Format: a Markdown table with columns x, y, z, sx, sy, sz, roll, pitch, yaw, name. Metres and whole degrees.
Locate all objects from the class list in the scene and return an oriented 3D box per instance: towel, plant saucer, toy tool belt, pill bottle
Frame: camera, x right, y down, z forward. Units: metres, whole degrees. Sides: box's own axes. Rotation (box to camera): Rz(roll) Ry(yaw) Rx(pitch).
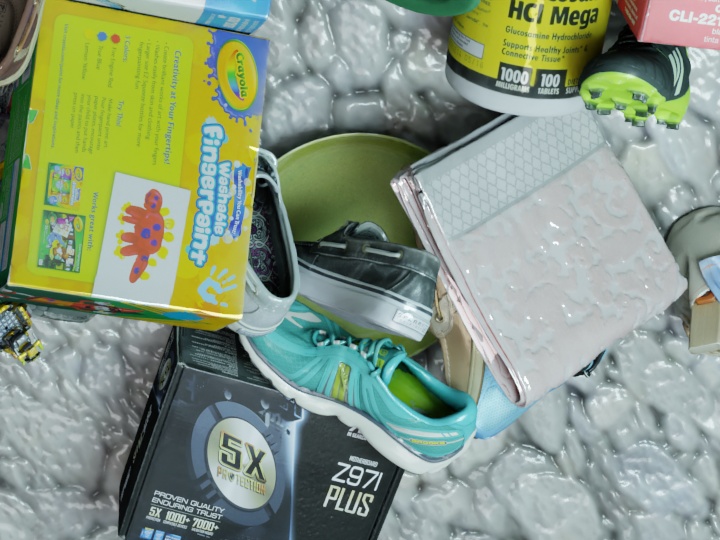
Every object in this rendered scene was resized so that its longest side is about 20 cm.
| x | y | z | sx | sy | sz | roll | pitch | yaw | name |
| --- | --- | --- | --- | --- | --- | --- | --- | --- | --- |
| 0.136 | -0.025 | 1.730 | 0.032 | 0.200 | 0.192 | -24 | 96 | 52 | towel |
| -0.004 | -0.018 | 1.821 | 0.199 | 0.031 | 0.201 | -2 | 115 | -3 | plant saucer |
| 0.334 | 0.001 | 1.807 | 0.199 | 0.123 | 0.125 | -23 | 116 | 6 | toy tool belt |
| 0.128 | -0.220 | 1.688 | 0.112 | 0.113 | 0.201 | 5 | 116 | -7 | pill bottle |

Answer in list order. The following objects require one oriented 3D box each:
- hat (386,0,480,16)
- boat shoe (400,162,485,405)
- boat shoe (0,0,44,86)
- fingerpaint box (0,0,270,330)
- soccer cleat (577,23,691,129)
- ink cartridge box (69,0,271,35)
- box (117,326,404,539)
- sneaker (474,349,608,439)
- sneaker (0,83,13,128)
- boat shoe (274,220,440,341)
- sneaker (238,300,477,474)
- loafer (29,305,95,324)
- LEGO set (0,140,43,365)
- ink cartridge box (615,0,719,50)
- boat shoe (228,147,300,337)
| x | y | z | sx | sy | sz | roll | pitch | yaw | name |
| --- | --- | --- | --- | --- | --- | --- | --- | --- | --- |
| 0.055 | -0.306 | 1.658 | 0.165 | 0.176 | 0.200 | 26 | 160 | 20 | hat |
| 0.062 | 0.011 | 1.791 | 0.064 | 0.071 | 0.201 | -3 | 108 | 3 | boat shoe |
| -0.219 | -0.216 | 1.491 | 0.072 | 0.072 | 0.201 | 13 | 90 | -8 | boat shoe |
| -0.158 | -0.070 | 1.625 | 0.166 | 0.073 | 0.201 | 8 | 79 | -19 | fingerpaint box |
| 0.199 | -0.149 | 1.693 | 0.067 | 0.200 | 0.081 | 5 | 90 | 16 | soccer cleat |
| -0.157 | -0.251 | 1.609 | 0.199 | 0.145 | 0.148 | 9 | 90 | -9 | ink cartridge box |
| -0.074 | 0.148 | 1.865 | 0.199 | 0.086 | 0.164 | 16 | 112 | -12 | box |
| 0.143 | 0.057 | 1.836 | 0.078 | 0.090 | 0.200 | 34 | 109 | -19 | sneaker |
| -0.269 | -0.145 | 1.713 | 0.080 | 0.075 | 0.201 | 20 | 112 | -13 | sneaker |
| 0.000 | 0.000 | 1.724 | 0.072 | 0.200 | 0.071 | 29 | 84 | -35 | boat shoe |
| 0.002 | 0.072 | 1.782 | 0.200 | 0.078 | 0.080 | 30 | 142 | 0 | sneaker |
| -0.283 | -0.009 | 1.784 | 0.200 | 0.063 | 0.072 | 31 | 110 | -18 | loafer |
| -0.216 | -0.025 | 1.708 | 0.200 | 0.116 | 0.154 | -33 | 121 | -25 | LEGO set |
| 0.238 | -0.273 | 1.654 | 0.083 | 0.144 | 0.201 | 5 | 116 | -9 | ink cartridge box |
| -0.083 | -0.055 | 1.717 | 0.070 | 0.202 | 0.071 | -2 | 158 | -33 | boat shoe |
